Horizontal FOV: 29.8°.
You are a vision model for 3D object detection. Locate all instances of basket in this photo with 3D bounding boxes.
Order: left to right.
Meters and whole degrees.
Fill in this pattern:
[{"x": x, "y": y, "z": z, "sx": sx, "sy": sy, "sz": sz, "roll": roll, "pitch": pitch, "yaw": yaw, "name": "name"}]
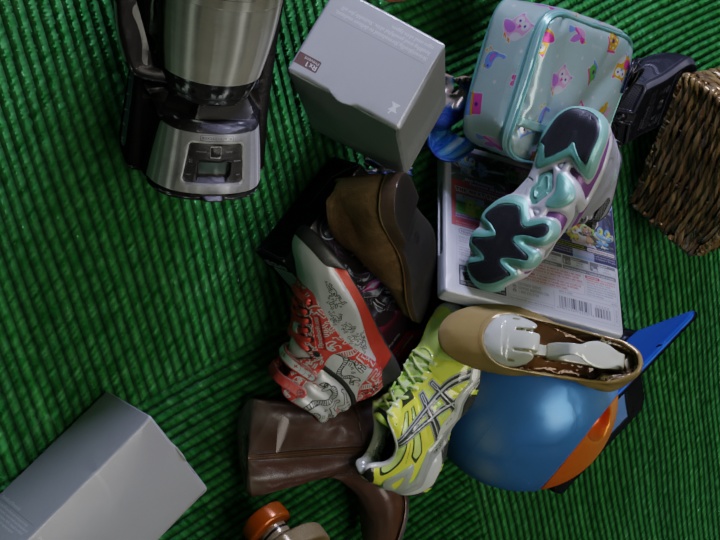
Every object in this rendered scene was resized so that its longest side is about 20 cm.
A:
[{"x": 0.430, "y": -0.127, "z": 1.552, "sx": 0.149, "sy": 0.143, "sz": 0.200, "roll": -17, "pitch": 137, "yaw": -35, "name": "basket"}]

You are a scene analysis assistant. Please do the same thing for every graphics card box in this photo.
[{"x": 0.000, "y": 0.000, "z": 1.325, "sx": 0.126, "sy": 0.051, "sz": 0.200, "roll": -51, "pitch": 128, "yaw": -15, "name": "graphics card box"}]

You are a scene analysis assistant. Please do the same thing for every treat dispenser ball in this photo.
[{"x": 0.167, "y": 0.129, "z": 1.405, "sx": 0.201, "sy": 0.201, "sz": 0.201, "roll": -13, "pitch": 112, "yaw": -37, "name": "treat dispenser ball"}]

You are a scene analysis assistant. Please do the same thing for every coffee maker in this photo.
[{"x": -0.122, "y": -0.181, "z": 1.097, "sx": 0.135, "sy": 0.192, "sz": 0.200, "roll": 12, "pitch": 120, "yaw": -1, "name": "coffee maker"}]

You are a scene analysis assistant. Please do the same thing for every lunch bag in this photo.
[{"x": 0.190, "y": -0.176, "z": 1.343, "sx": 0.200, "sy": 0.077, "sz": 0.161, "roll": 4, "pitch": 104, "yaw": -52, "name": "lunch bag"}]

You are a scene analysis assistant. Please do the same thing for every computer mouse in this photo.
[{"x": 0.307, "y": -0.198, "z": 1.505, "sx": 0.200, "sy": 0.053, "sz": 0.139, "roll": -25, "pitch": 140, "yaw": -46, "name": "computer mouse"}]

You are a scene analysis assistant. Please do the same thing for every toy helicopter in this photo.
[{"x": -0.109, "y": 0.320, "z": 1.317, "sx": 0.200, "sy": 0.079, "sz": 0.132, "roll": -43, "pitch": 158, "yaw": -1, "name": "toy helicopter"}]

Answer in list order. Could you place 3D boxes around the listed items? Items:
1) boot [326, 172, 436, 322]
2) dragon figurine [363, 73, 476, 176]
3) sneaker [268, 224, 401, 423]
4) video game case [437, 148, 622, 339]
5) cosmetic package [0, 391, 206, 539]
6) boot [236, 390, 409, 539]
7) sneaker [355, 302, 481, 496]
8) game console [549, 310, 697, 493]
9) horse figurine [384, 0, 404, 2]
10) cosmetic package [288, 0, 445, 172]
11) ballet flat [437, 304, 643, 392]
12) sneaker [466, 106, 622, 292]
[{"x": 0.023, "y": -0.023, "z": 1.269, "sx": 0.200, "sy": 0.075, "sz": 0.074, "roll": 68, "pitch": 32, "yaw": -50, "name": "boot"}, {"x": 0.078, "y": -0.143, "z": 1.340, "sx": 0.200, "sy": 0.059, "sz": 0.100, "roll": -20, "pitch": 117, "yaw": -40, "name": "dragon figurine"}, {"x": -0.044, "y": 0.058, "z": 1.244, "sx": 0.108, "sy": 0.067, "sz": 0.201, "roll": -34, "pitch": 130, "yaw": -6, "name": "sneaker"}, {"x": 0.169, "y": -0.030, "z": 1.366, "sx": 0.200, "sy": 0.023, "sz": 0.182, "roll": 14, "pitch": 56, "yaw": -18, "name": "video game case"}, {"x": -0.243, "y": 0.214, "z": 1.163, "sx": 0.200, "sy": 0.090, "sz": 0.107, "roll": -46, "pitch": 128, "yaw": -24, "name": "cosmetic package"}, {"x": -0.044, "y": 0.212, "z": 1.344, "sx": 0.200, "sy": 0.064, "sz": 0.187, "roll": -3, "pitch": 94, "yaw": -42, "name": "boot"}, {"x": 0.058, "y": 0.127, "z": 1.319, "sx": 0.076, "sy": 0.075, "sz": 0.200, "roll": 11, "pitch": 99, "yaw": -36, "name": "sneaker"}, {"x": 0.305, "y": 0.155, "z": 1.572, "sx": 0.200, "sy": 0.118, "sz": 0.171, "roll": -37, "pitch": 126, "yaw": -35, "name": "game console"}, {"x": 0.102, "y": -0.313, "z": 1.312, "sx": 0.200, "sy": 0.050, "sz": 0.133, "roll": -2, "pitch": 117, "yaw": -46, "name": "horse figurine"}, {"x": 0.011, "y": -0.157, "z": 1.169, "sx": 0.090, "sy": 0.107, "sz": 0.200, "roll": -60, "pitch": 175, "yaw": -7, "name": "cosmetic package"}, {"x": 0.175, "y": 0.070, "z": 1.281, "sx": 0.200, "sy": 0.063, "sz": 0.069, "roll": 10, "pitch": 80, "yaw": -12, "name": "ballet flat"}, {"x": 0.193, "y": -0.053, "z": 1.316, "sx": 0.200, "sy": 0.078, "sz": 0.140, "roll": -53, "pitch": 150, "yaw": 7, "name": "sneaker"}]
